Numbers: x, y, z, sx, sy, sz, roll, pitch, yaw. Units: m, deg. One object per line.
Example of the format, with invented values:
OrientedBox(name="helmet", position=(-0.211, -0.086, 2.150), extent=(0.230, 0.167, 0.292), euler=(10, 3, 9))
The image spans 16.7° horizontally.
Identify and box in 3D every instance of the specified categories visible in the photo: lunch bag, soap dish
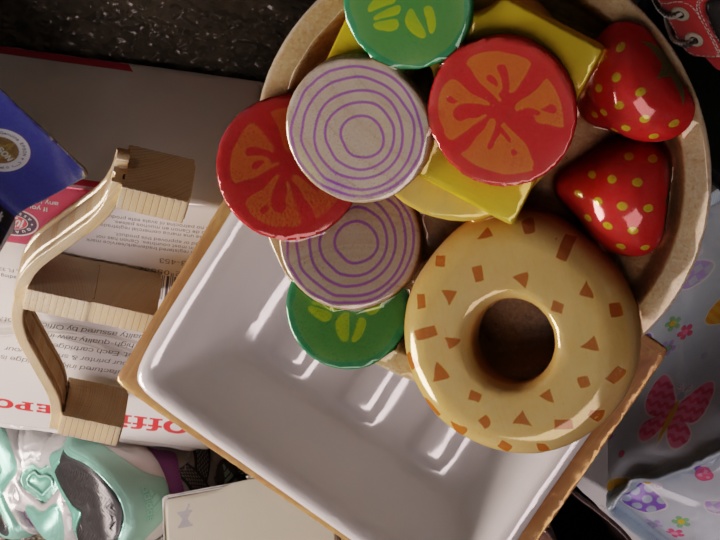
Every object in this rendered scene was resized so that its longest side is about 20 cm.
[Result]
OrientedBox(name="lunch bag", position=(0.216, 0.077, 1.214), extent=(0.127, 0.170, 0.200), euler=(-26, 130, 29))
OrientedBox(name="soap dish", position=(0.014, 0.039, 1.101), extent=(0.199, 0.081, 0.158), euler=(34, 106, 3))

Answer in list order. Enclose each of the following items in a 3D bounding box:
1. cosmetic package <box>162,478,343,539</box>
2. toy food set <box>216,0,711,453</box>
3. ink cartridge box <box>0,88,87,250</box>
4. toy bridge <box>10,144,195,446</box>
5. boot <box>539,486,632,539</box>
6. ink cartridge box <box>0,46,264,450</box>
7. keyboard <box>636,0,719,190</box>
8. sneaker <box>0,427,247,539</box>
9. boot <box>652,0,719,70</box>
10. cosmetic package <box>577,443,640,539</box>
OrientedBox(name="cosmetic package", position=(-0.015, 0.165, 1.298), extent=(0.104, 0.072, 0.200), euler=(-12, 159, 22))
OrientedBox(name="toy food set", position=(0.043, -0.036, 1.003), extent=(0.197, 0.049, 0.201), euler=(27, 113, 4))
OrientedBox(name="ink cartridge box", position=(-0.255, -0.050, 1.070), extent=(0.199, 0.041, 0.200), euler=(-23, 132, 28))
OrientedBox(name="toy bridge", position=(-0.126, 0.010, 1.138), extent=(0.067, 0.027, 0.201), euler=(12, 140, -7))
OrientedBox(name="boot", position=(0.051, 0.084, 1.230), extent=(0.200, 0.072, 0.166), euler=(43, 168, 1))
OrientedBox(name="ink cartridge box", position=(-0.129, -0.007, 1.208), extent=(0.144, 0.085, 0.201), euler=(8, 141, -4))
OrientedBox(name="keyboard", position=(0.193, -0.076, 1.104), extent=(0.200, 0.040, 0.104), euler=(36, 93, -31))
OrientedBox(name="sneaker", position=(-0.132, 0.101, 1.356), extent=(0.199, 0.139, 0.078), euler=(16, 115, 48))
OrientedBox(name="boot", position=(0.096, -0.139, 1.002), extent=(0.198, 0.073, 0.145), euler=(-6, 124, 10))
OrientedBox(name="cosmetic package", position=(0.110, 0.149, 1.412), extent=(0.199, 0.052, 0.150), euler=(32, 133, -31))
